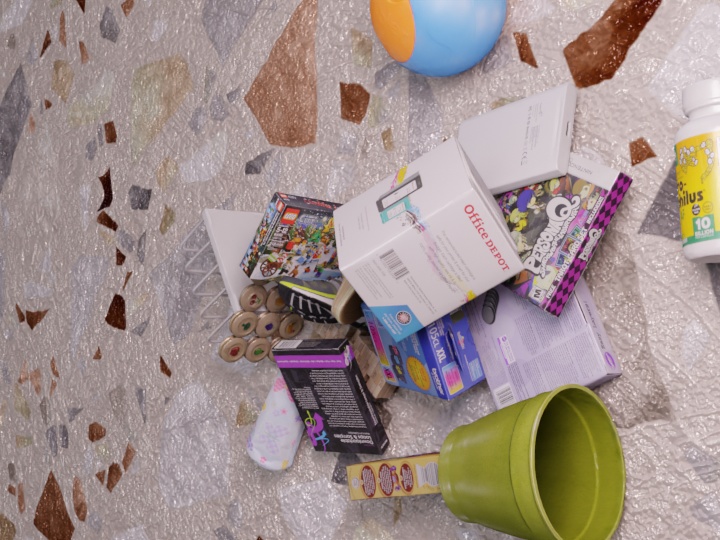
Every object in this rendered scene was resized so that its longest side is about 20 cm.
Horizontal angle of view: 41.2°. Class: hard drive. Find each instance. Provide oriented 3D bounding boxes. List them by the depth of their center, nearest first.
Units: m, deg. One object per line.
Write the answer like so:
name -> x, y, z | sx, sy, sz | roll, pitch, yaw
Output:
hard drive -> 0.210, -0.174, 1.342 | 0.198, 0.026, 0.134 | -13, 58, 49

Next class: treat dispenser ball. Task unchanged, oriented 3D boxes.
treat dispenser ball -> 0.112, -0.381, 1.373 | 0.199, 0.199, 0.205 | -4, 84, 42

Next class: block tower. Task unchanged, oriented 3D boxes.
block tower -> -0.005, 0.120, 1.544 | 0.200, 0.053, 0.058 | 47, 117, 35

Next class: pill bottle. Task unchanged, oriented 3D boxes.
pill bottle -> 0.426, -0.116, 1.117 | 0.112, 0.112, 0.204 | -8, 82, 42

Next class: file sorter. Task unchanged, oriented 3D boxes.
file sorter -> -0.223, 0.012, 1.703 | 0.124, 0.137, 0.203 | -39, 62, 37

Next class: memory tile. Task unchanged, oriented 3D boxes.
memory tile -> -0.148, 0.070, 1.615 | 0.017, 0.152, 0.203 | 41, 116, 42

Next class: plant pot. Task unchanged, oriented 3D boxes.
plant pot -> 0.208, 0.260, 1.243 | 0.191, 0.198, 0.204 | -16, 76, 45

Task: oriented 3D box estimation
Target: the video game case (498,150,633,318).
video game case -> 0.247, -0.062, 1.280 | 0.202, 0.035, 0.181 | -62, 35, 6

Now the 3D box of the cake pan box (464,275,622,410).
cake pan box -> 0.243, 0.093, 1.316 | 0.183, 0.052, 0.203 | -36, 63, 38

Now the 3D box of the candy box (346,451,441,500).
candy box -> 0.088, 0.296, 1.400 | 0.198, 0.116, 0.058 | -19, 76, 40

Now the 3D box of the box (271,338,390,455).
box -> -0.046, 0.201, 1.515 | 0.141, 0.036, 0.203 | -4, 116, 38

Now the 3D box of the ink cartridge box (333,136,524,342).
ink cartridge box -> 0.087, -0.041, 1.259 | 0.198, 0.147, 0.147 | -30, 32, 14

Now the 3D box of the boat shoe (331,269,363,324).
boat shoe -> 0.000, 0.000, 1.468 | 0.064, 0.201, 0.073 | 17, 143, 21

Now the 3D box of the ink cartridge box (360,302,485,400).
ink cartridge box -> 0.096, 0.101, 1.369 | 0.199, 0.076, 0.139 | 3, 115, 59

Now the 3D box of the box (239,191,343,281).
box -> -0.082, -0.045, 1.529 | 0.038, 0.198, 0.138 | 46, 117, 37

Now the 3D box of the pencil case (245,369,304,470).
pencil case -> -0.122, 0.240, 1.627 | 0.090, 0.083, 0.202 | 26, 108, -2

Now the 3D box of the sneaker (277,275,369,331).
sneaker -> -0.034, 0.038, 1.517 | 0.074, 0.196, 0.082 | 105, 177, -55
